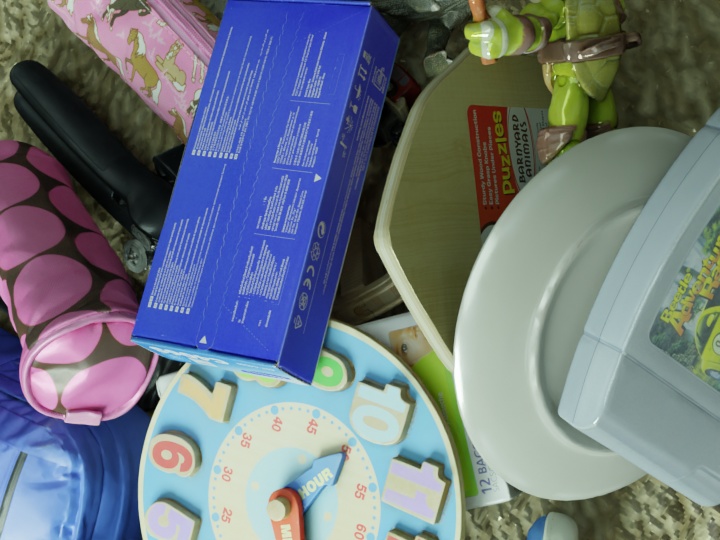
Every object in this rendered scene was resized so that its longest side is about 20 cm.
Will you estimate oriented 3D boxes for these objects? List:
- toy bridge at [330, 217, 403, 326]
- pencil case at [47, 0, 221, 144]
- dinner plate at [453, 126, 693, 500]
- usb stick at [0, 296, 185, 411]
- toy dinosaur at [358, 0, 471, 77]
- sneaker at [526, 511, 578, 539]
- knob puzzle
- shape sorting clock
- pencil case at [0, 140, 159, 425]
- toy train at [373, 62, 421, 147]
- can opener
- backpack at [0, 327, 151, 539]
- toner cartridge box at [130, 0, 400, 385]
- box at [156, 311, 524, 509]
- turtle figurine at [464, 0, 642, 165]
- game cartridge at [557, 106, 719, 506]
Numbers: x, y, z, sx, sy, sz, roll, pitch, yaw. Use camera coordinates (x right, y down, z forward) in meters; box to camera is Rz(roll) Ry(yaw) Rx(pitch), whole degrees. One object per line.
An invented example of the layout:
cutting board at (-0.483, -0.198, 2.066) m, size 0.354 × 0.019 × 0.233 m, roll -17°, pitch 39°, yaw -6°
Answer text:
toy bridge at (0.000, 0.000, 0.840) m, size 0.199 × 0.027 × 0.068 m, roll -27°, pitch 38°, yaw 19°
pencil case at (-0.107, -0.128, 0.870) m, size 0.200 × 0.086 × 0.083 m, roll 48°, pitch 113°, yaw 12°
dinner plate at (0.135, 0.028, 0.724) m, size 0.024 × 0.199 × 0.202 m, roll 29°, pitch 103°, yaw 54°
usb stick at (-0.199, 0.023, 0.941) m, size 0.199 × 0.033 × 0.056 m, roll 32°, pitch 109°, yaw 19°
toy dinosaur at (0.024, -0.168, 0.828) m, size 0.198 × 0.103 × 0.077 m, roll -8°, pitch 132°, yaw 34°
sneaker at (0.054, 0.224, 0.813) m, size 0.110 × 0.077 × 0.202 m, roll 16°, pitch 103°, yaw 12°
knob puzzle at (0.070, -0.021, 0.746) m, size 0.030 × 0.218 × 0.222 m, roll -8°, pitch 88°, yaw 42°
shape sorting clock at (-0.037, 0.124, 0.760) m, size 0.198 × 0.039 × 0.203 m, roll 0°, pitch 90°, yaw 22°
pencil case at (-0.184, 0.008, 0.838) m, size 0.200 × 0.090 × 0.094 m, roll 53°, pitch 124°, yaw 48°
toy train at (0.012, -0.101, 0.832) m, size 0.046 × 0.034 × 0.200 m, roll -42°, pitch 59°, yaw -10°
can opener at (-0.158, -0.064, 0.916) m, size 0.199 × 0.078 × 0.064 m, roll 37°, pitch 143°, yaw 21°
backpack at (-0.240, 0.137, 0.888) m, size 0.198 × 0.168 × 0.164 m, roll 22°, pitch 105°, yaw 19°
toner cartridge box at (-0.049, -0.046, 0.764) m, size 0.094 × 0.043 × 0.202 m, roll 8°, pitch 76°, yaw 28°
box at (-0.002, 0.091, 0.822) m, size 0.198 × 0.101 × 0.114 m, roll -14°, pitch 85°, yaw 22°
turtle figurine at (0.115, -0.109, 0.734) m, size 0.064 × 0.200 × 0.163 m, roll -2°, pitch 103°, yaw 28°
game cartridge at (0.185, 0.009, 0.714) m, size 0.201 × 0.133 × 0.041 m, roll -60°, pitch 31°, yaw -1°
